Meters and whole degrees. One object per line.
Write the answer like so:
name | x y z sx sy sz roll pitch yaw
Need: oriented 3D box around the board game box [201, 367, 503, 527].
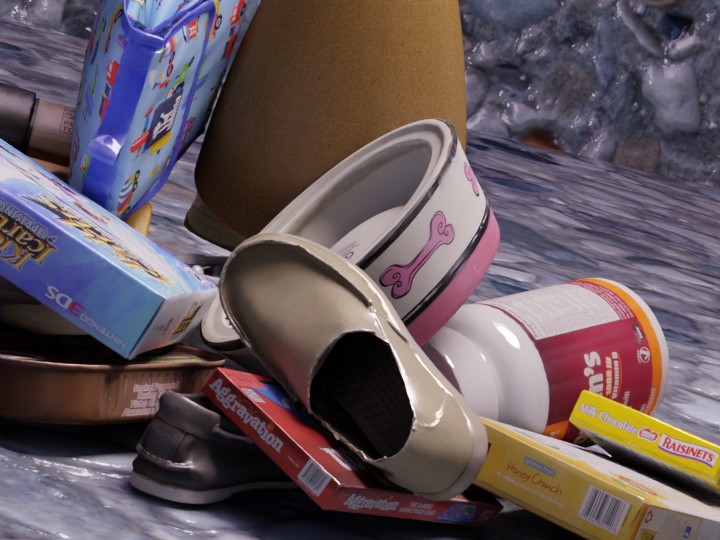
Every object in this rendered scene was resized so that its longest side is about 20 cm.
board game box | -0.001 0.102 1.426 0.103 0.019 0.200 43 13 27

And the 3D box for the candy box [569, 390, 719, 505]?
candy box | 0.205 0.126 1.609 0.102 0.026 0.200 20 -8 24

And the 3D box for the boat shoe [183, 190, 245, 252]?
boat shoe | -0.029 -0.025 1.733 0.200 0.063 0.073 21 9 19

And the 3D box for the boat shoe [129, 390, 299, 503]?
boat shoe | -0.067 0.090 1.432 0.067 0.057 0.200 19 10 18

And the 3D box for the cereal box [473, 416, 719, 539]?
cereal box | 0.150 0.137 1.504 0.144 0.040 0.200 23 1 35

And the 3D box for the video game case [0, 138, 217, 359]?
video game case | -0.187 -0.025 1.473 0.200 0.045 0.181 34 6 4

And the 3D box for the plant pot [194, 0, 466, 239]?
plant pot | -0.004 -0.134 1.680 0.186 0.200 0.187 9 33 -6

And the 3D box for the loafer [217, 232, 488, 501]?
loafer | -0.011 0.044 1.390 0.200 0.076 0.068 42 7 28

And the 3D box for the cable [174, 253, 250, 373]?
cable | -0.022 0.051 1.715 0.200 0.069 0.200 23 10 30

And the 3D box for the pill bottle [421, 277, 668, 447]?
pill bottle | 0.099 0.070 1.618 0.109 0.110 0.200 23 24 38

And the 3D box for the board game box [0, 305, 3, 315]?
board game box | -0.328 0.006 1.515 0.200 0.047 0.151 17 9 6

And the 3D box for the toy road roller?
toy road roller | -0.215 -0.017 1.721 0.123 0.146 0.200 15 47 -9

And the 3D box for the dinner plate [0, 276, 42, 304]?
dinner plate | -0.259 -0.017 1.522 0.200 0.024 0.200 22 10 -4

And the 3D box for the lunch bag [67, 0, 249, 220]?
lunch bag | -0.143 -0.123 1.615 0.094 0.151 0.200 21 31 -1

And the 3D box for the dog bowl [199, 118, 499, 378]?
dog bowl | 0.000 0.000 1.545 0.074 0.200 0.200 49 -1 -18

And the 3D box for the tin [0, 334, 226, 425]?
tin | -0.159 0.062 1.451 0.112 0.042 0.200 4 1 33
